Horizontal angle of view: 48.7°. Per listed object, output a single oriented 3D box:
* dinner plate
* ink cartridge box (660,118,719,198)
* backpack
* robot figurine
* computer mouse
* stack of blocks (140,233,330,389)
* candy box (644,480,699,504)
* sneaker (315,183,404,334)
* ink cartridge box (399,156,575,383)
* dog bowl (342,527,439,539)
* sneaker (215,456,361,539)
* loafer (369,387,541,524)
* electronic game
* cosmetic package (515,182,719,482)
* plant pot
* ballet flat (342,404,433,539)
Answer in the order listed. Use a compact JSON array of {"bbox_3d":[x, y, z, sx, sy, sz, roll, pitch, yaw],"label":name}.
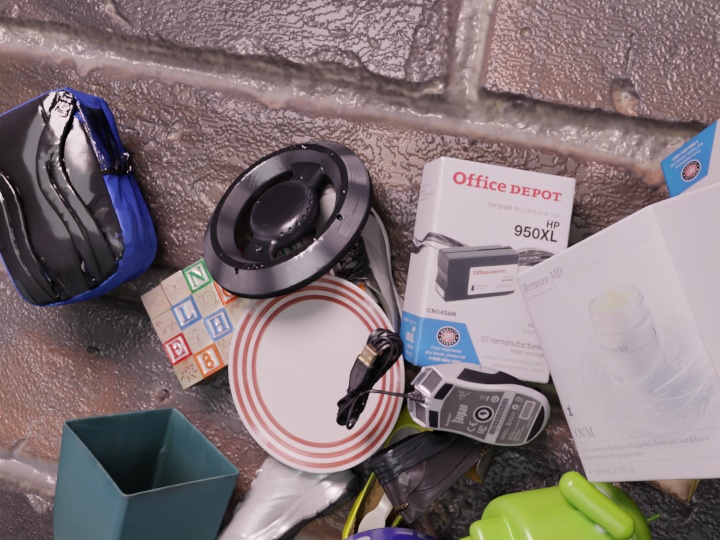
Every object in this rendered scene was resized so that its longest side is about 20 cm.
[{"bbox_3d":[-0.045,0.104,0.818,0.195,0.024,0.206,1,94,21],"label":"dinner plate"},{"bbox_3d":[0.367,-0.041,0.699,0.083,0.146,0.205,8,62,-27],"label":"ink cartridge box"},{"bbox_3d":[-0.308,-0.072,0.870,0.160,0.168,0.204,-23,89,13],"label":"backpack"},{"bbox_3d":[0.193,0.269,0.763,0.195,0.177,0.117,-4,51,-20],"label":"robot figurine"},{"bbox_3d":[0.081,0.117,0.747,0.195,0.044,0.112,13,118,-9],"label":"computer mouse"},{"bbox_3d":[-0.131,0.032,0.886,0.197,0.059,0.117,-29,84,10],"label":"stack of blocks"},{"bbox_3d":[0.312,0.109,0.792,0.114,0.055,0.204,25,94,13],"label":"candy box"},{"bbox_3d":[0.000,0.000,0.849,0.073,0.079,0.204,-23,83,12],"label":"sneaker"},{"bbox_3d":[0.125,-0.001,0.800,0.141,0.084,0.205,8,90,-8],"label":"ink cartridge box"},{"bbox_3d":[0.031,0.369,0.804,0.195,0.079,0.205,0,106,-1],"label":"dog bowl"},{"bbox_3d":[-0.093,0.256,0.879,0.198,0.075,0.088,-34,69,4],"label":"sneaker"},{"bbox_3d":[0.107,0.180,0.804,0.196,0.073,0.074,-24,82,-15],"label":"loafer"},{"bbox_3d":[-0.078,-0.057,0.832,0.196,0.042,0.203,-16,49,18],"label":"electronic game"},{"bbox_3d":[0.254,0.058,0.664,0.120,0.199,0.204,-14,80,-22],"label":"cosmetic package"},{"bbox_3d":[-0.243,0.277,0.852,0.140,0.140,0.204,29,109,40],"label":"plant pot"},{"bbox_3d":[0.037,0.226,0.843,0.066,0.067,0.203,29,95,11],"label":"ballet flat"}]
